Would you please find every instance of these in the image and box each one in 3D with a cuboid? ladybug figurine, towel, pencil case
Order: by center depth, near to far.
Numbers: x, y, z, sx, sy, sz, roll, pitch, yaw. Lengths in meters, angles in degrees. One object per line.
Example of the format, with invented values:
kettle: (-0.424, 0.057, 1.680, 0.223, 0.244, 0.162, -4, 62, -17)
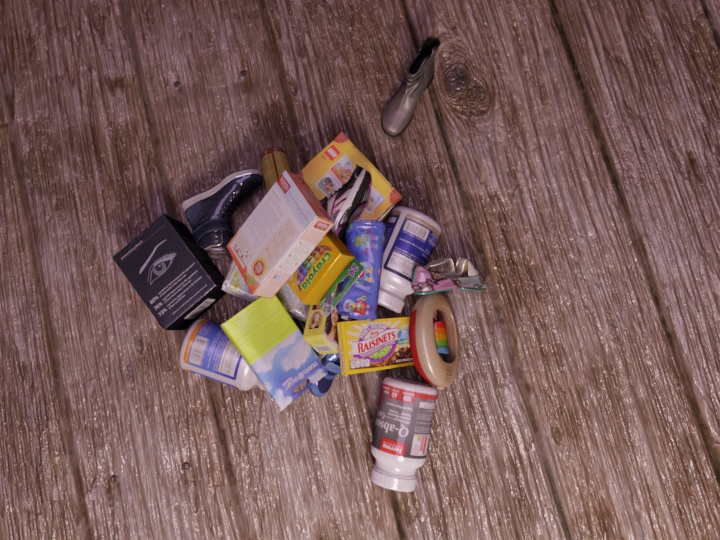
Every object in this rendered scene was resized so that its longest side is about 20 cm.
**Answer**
pencil case: (0.000, 0.000, 1.031, 0.085, 0.078, 0.204, 6, 81, 6)
ladybug figurine: (0.147, 0.143, 1.081, 0.071, 0.135, 0.204, -17, 65, 38)
towel: (-0.174, -0.002, 1.109, 0.197, 0.048, 0.174, 21, 67, -9)

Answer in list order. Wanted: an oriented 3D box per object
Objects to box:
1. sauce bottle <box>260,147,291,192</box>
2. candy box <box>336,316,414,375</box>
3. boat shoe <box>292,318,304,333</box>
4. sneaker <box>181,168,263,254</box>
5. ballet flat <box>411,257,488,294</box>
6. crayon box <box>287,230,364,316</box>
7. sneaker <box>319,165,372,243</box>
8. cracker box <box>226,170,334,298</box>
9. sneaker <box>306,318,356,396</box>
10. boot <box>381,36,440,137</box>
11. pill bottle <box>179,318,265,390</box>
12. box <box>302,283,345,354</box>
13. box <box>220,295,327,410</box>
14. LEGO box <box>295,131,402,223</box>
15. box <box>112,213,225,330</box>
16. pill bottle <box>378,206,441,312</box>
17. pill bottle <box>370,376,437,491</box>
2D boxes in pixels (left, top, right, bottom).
sauce bottle: (-0.172, -0.172, 1.138, 0.065, 0.066, 0.203, -15, 65, 1)
candy box: (0.043, 0.150, 1.074, 0.197, 0.026, 0.104, -1, 79, -34)
boat shoe: (-0.184, 0.093, 1.130, 0.071, 0.061, 0.203, -34, 82, -3)
sneaker: (-0.283, -0.122, 1.148, 0.200, 0.077, 0.148, -28, 70, 9)
ballet flat: (0.189, 0.009, 1.077, 0.197, 0.069, 0.073, -1, 100, -30)
crayon box: (-0.097, -0.027, 1.014, 0.126, 0.051, 0.200, -51, 62, 17)
sneaker: (-0.050, -0.131, 1.068, 0.085, 0.080, 0.202, 26, 81, 16)
cracker box: (-0.154, -0.066, 0.989, 0.200, 0.057, 0.135, -47, 57, 19)
sneaker: (-0.048, 0.171, 1.093, 0.081, 0.074, 0.203, 19, 85, 38)
boot: (0.104, -0.403, 1.145, 0.067, 0.131, 0.202, 30, 85, 7)
pill bottle: (-0.263, 0.183, 1.097, 0.197, 0.112, 0.114, 17, 84, 4)
box: (-0.062, 0.063, 1.074, 0.049, 0.075, 0.203, -9, 53, 26)
box: (-0.168, 0.153, 1.030, 0.121, 0.048, 0.202, -35, 94, -15)
LEGO box: (-0.028, -0.173, 1.148, 0.149, 0.077, 0.200, -42, 82, -3)
box: (-0.401, 0.006, 1.128, 0.147, 0.104, 0.201, -38, 82, 1)
pill bottle: (0.082, -0.021, 1.103, 0.114, 0.116, 0.203, 24, 85, 6)
pill bottle: (0.084, 0.326, 1.057, 0.114, 0.116, 0.204, 10, 83, 4)
